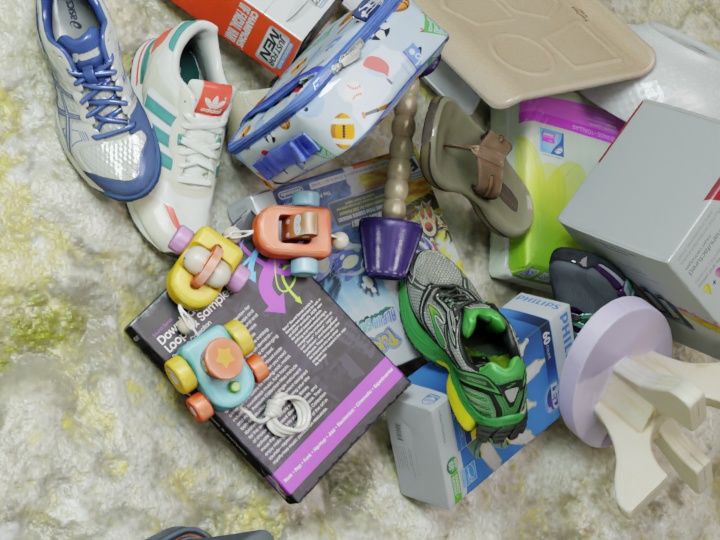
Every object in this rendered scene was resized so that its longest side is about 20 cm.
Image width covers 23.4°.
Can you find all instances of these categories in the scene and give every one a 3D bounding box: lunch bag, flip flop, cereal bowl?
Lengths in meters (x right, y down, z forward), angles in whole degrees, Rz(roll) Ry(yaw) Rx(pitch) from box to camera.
[{"bbox_3d":[-0.023,-0.141,1.387,0.076,0.200,0.160,45,67,-9],"label":"lunch bag"},{"bbox_3d":[0.111,-0.089,1.524,0.200,0.057,0.081,41,56,-47],"label":"flip flop"},{"bbox_3d":[0.304,-0.189,1.718,0.200,0.200,0.084,12,112,-33],"label":"cereal bowl"}]

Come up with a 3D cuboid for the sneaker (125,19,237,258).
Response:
[{"bbox_3d":[-0.144,-0.113,1.429,0.070,0.093,0.200,9,69,-33],"label":"sneaker"}]

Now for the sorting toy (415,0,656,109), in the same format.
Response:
[{"bbox_3d":[0.150,-0.221,1.629,0.200,0.037,0.185,-18,52,-34],"label":"sorting toy"}]

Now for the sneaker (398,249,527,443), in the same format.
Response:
[{"bbox_3d":[0.094,0.046,1.459,0.078,0.085,0.200,-10,43,-21],"label":"sneaker"}]

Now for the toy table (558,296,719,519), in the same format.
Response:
[{"bbox_3d":[0.263,0.122,1.562,0.184,0.117,0.200,-48,149,-2],"label":"toy table"}]

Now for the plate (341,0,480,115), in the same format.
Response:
[{"bbox_3d":[0.063,-0.273,1.675,0.200,0.032,0.200,40,54,-18],"label":"plate"}]

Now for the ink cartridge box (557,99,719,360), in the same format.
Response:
[{"bbox_3d":[0.312,-0.029,1.591,0.145,0.144,0.200,-54,131,-9],"label":"ink cartridge box"}]

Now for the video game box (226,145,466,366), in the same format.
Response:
[{"bbox_3d":[0.000,0.000,1.528,0.200,0.047,0.183,-20,90,-39],"label":"video game box"}]

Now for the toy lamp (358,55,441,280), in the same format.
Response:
[{"bbox_3d":[0.033,-0.092,1.503,0.058,0.058,0.201,13,79,-32],"label":"toy lamp"}]

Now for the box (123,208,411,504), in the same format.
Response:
[{"bbox_3d":[-0.074,0.070,1.420,0.143,0.036,0.200,-45,97,-21],"label":"box"}]

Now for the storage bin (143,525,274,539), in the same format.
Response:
[{"bbox_3d":[-0.137,0.275,1.277,0.200,0.134,0.146,-24,89,-38],"label":"storage bin"}]

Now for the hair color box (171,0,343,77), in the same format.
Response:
[{"bbox_3d":[-0.113,-0.269,1.492,0.200,0.064,0.111,35,55,0],"label":"hair color box"}]

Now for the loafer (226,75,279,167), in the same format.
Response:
[{"bbox_3d":[-0.039,-0.154,1.532,0.200,0.076,0.068,-28,98,-38],"label":"loafer"}]

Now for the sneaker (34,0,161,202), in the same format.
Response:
[{"bbox_3d":[-0.217,-0.151,1.380,0.075,0.088,0.201,-22,82,-6],"label":"sneaker"}]

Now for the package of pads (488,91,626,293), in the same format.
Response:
[{"bbox_3d":[0.201,-0.074,1.684,0.154,0.068,0.201,14,70,-32],"label":"package of pads"}]

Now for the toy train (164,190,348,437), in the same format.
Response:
[{"bbox_3d":[-0.080,0.026,1.378,0.150,0.056,0.201,8,77,-17],"label":"toy train"}]

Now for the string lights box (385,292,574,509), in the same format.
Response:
[{"bbox_3d":[0.111,0.112,1.539,0.200,0.059,0.103,-34,124,-38],"label":"string lights box"}]

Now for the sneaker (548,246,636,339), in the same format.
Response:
[{"bbox_3d":[0.215,0.062,1.607,0.088,0.074,0.200,-64,143,-24],"label":"sneaker"}]
